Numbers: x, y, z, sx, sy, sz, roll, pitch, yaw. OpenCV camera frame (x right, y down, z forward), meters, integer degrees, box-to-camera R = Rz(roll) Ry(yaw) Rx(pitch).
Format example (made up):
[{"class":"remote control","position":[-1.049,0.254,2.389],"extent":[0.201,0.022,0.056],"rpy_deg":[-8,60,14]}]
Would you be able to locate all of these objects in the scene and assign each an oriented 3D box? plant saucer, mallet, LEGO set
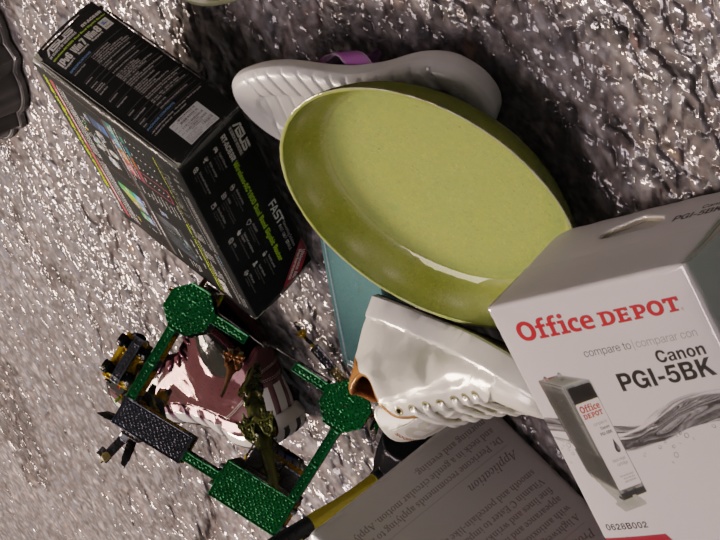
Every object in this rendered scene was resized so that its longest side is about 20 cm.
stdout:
[{"class":"plant saucer","position":[0.000,0.000,1.451],"extent":[0.070,0.019,0.201],"rpy_deg":[29,143,39]},{"class":"plant saucer","position":[0.045,-0.044,1.275],"extent":[0.198,0.031,0.201],"rpy_deg":[22,147,15]},{"class":"mallet","position":[-0.030,0.179,1.499],"extent":[0.041,0.199,0.066],"rpy_deg":[45,157,27]},{"class":"LEGO set","position":[-0.087,0.102,1.562],"extent":[0.198,0.155,0.116],"rpy_deg":[24,177,3]}]

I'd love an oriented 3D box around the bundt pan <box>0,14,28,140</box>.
[{"class":"bundt pan","position":[-0.360,-0.179,1.741],"extent":[0.201,0.076,0.203],"rpy_deg":[37,147,30]}]

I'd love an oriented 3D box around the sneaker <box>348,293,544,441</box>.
[{"class":"sneaker","position":[0.062,0.078,1.355],"extent":[0.072,0.085,0.199],"rpy_deg":[23,178,-34]}]

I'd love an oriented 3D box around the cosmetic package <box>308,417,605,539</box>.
[{"class":"cosmetic package","position":[0.078,0.233,1.427],"extent":[0.200,0.164,0.166],"rpy_deg":[45,150,18]}]

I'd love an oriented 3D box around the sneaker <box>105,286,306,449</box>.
[{"class":"sneaker","position":[-0.128,0.060,1.663],"extent":[0.199,0.076,0.116],"rpy_deg":[10,125,38]}]

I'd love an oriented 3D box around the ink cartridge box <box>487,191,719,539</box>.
[{"class":"ink cartridge box","position":[0.179,0.073,1.164],"extent":[0.146,0.083,0.201],"rpy_deg":[-15,109,46]}]

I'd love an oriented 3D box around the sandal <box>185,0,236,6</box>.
[{"class":"sandal","position":[-0.075,-0.206,1.304],"extent":[0.200,0.057,0.080],"rpy_deg":[-12,111,59]}]

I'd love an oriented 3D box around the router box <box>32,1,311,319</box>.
[{"class":"router box","position":[-0.125,-0.072,1.461],"extent":[0.149,0.062,0.200],"rpy_deg":[36,163,29]}]

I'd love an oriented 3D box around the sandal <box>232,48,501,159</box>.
[{"class":"sandal","position":[0.009,-0.107,1.299],"extent":[0.201,0.050,0.083],"rpy_deg":[4,140,41]}]
